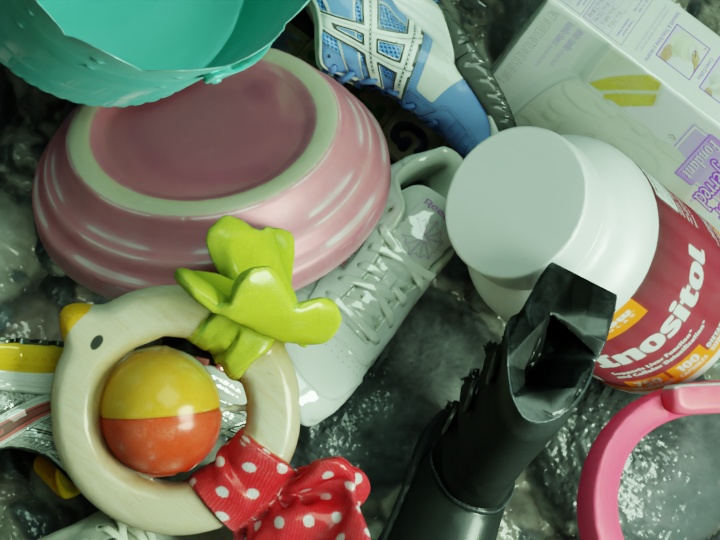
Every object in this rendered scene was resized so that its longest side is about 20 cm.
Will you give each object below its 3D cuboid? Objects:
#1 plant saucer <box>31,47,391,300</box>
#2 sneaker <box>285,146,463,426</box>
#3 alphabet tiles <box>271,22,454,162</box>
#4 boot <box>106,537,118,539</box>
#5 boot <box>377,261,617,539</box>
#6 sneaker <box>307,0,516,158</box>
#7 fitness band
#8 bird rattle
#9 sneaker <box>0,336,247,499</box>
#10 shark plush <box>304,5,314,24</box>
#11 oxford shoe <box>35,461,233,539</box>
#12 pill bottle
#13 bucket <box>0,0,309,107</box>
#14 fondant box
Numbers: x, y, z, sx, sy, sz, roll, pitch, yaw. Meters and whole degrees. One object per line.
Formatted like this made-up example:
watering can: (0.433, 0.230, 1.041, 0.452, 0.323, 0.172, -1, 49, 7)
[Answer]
plant saucer: (-0.084, -0.061, 1.585, 0.200, 0.051, 0.201, -4, 42, 4)
sneaker: (0.000, 0.000, 1.587, 0.075, 0.100, 0.200, 43, 44, -16)
alphabet tiles: (-0.039, -0.040, 1.674, 0.167, 0.008, 0.200, 37, 57, -1)
boot: (-0.070, 0.215, 1.476, 0.200, 0.073, 0.182, 48, 58, -6)
boot: (0.070, 0.109, 1.527, 0.065, 0.200, 0.165, 17, 60, -13)
sneaker: (0.018, -0.125, 1.651, 0.077, 0.076, 0.200, -39, 86, -4)
fitness band: (0.218, 0.135, 1.646, 0.199, 0.037, 0.144, 1, 89, -21)
bird rattle: (-0.077, 0.076, 1.489, 0.162, 0.113, 0.201, -3, 107, 4)
sneaker: (-0.140, 0.082, 1.545, 0.199, 0.078, 0.083, 4, 85, -21)
shark plush: (0.016, -0.164, 1.723, 0.200, 0.091, 0.083, 44, 23, 12)
oxford shoe: (-0.129, 0.155, 1.512, 0.200, 0.058, 0.075, -24, 74, -31)
pill bottle: (0.128, -0.008, 1.604, 0.200, 0.113, 0.113, 30, 45, -56)
bucket: (-0.120, -0.188, 1.531, 0.206, 0.135, 0.208, 4, 79, -19)
fondant box: (0.173, -0.082, 1.696, 0.200, 0.144, 0.058, 36, 57, -1)
